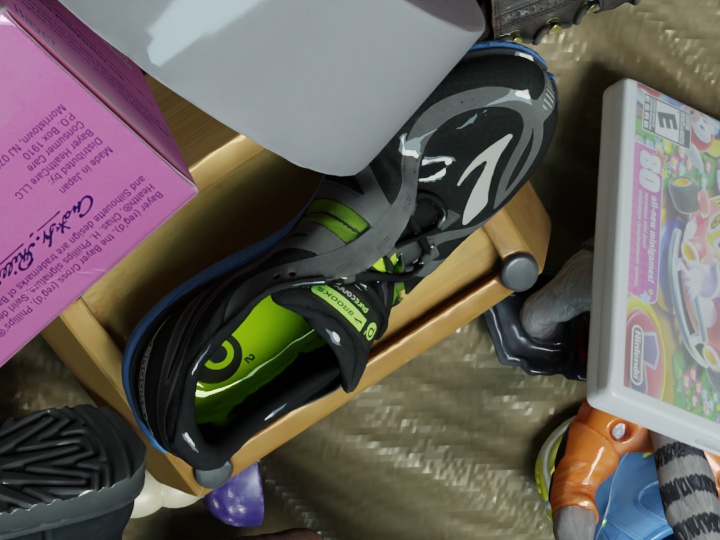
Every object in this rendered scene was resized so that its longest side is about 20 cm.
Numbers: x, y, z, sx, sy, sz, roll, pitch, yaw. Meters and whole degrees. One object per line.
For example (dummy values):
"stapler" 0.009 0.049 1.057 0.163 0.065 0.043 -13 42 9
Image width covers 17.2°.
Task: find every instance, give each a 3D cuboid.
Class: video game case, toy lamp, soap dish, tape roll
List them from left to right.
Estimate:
"toy lamp" -0.143 0.104 1.003 0.199 0.058 0.058 -12 127 -17
"tape roll" -0.053 -0.122 0.790 0.200 0.201 0.066 30 109 -35
"soap dish" -0.035 -0.015 0.936 0.199 0.081 0.158 -33 121 0
"video game case" 0.178 0.018 0.992 0.199 0.144 0.018 22 149 -29

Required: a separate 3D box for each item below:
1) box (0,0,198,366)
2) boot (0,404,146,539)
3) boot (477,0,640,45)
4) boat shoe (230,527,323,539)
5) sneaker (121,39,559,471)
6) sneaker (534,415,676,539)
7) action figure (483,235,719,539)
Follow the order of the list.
"box" -0.170 -0.046 0.795 0.176 0.200 0.097 -41 128 8
"boot" -0.171 0.154 0.955 0.164 0.066 0.201 -4 131 -19
"boot" 0.123 -0.124 0.949 0.173 0.069 0.201 -22 118 -6
"boat shoe" -0.055 0.187 1.082 0.072 0.072 0.201 -19 140 -32
"sneaker" 0.000 0.000 0.859 0.199 0.083 0.071 -42 121 6
"sneaker" 0.185 0.102 1.097 0.199 0.105 0.076 -14 132 -9
"action figure" 0.152 0.046 1.009 0.199 0.195 0.105 -1 168 -8
